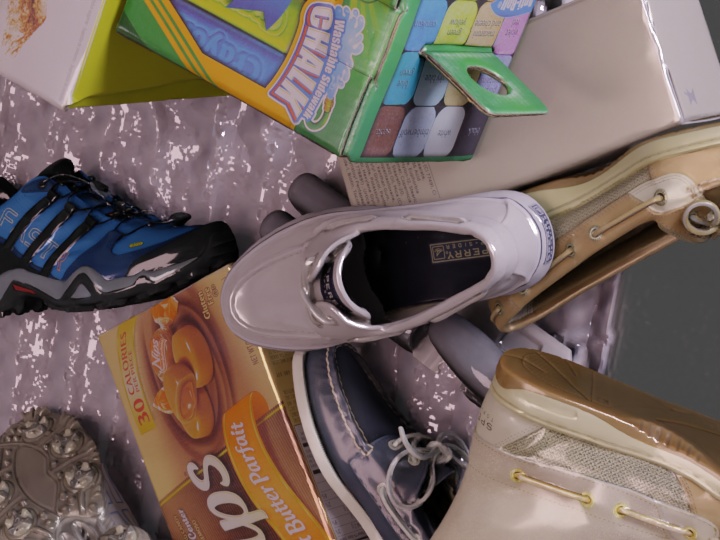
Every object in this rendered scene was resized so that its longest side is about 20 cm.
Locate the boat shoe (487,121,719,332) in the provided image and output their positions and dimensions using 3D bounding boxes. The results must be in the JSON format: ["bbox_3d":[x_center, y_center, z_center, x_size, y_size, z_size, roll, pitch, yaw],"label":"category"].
[{"bbox_3d":[0.144,-0.024,1.383,0.200,0.073,0.063,-18,74,31],"label":"boat shoe"}]

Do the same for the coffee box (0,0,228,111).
[{"bbox_3d":[-0.137,-0.218,1.469,0.197,0.200,0.201,30,110,26],"label":"coffee box"}]

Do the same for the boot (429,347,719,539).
[{"bbox_3d":[0.133,0.145,1.394,0.199,0.072,0.155,25,110,2],"label":"boot"}]

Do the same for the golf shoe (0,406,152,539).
[{"bbox_3d":[-0.155,0.163,1.597,0.078,0.097,0.200,-35,46,-5],"label":"golf shoe"}]

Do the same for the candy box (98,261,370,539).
[{"bbox_3d":[-0.059,0.105,1.535,0.115,0.055,0.201,-27,81,39],"label":"candy box"}]

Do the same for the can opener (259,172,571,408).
[{"bbox_3d":[0.029,0.012,1.472,0.200,0.066,0.053,36,82,27],"label":"can opener"}]

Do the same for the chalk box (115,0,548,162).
[{"bbox_3d":[0.005,-0.131,1.359,0.199,0.125,0.125,29,107,28],"label":"chalk box"}]

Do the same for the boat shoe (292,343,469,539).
[{"bbox_3d":[0.029,0.121,1.476,0.062,0.075,0.201,-30,81,32],"label":"boat shoe"}]

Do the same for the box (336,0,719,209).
[{"bbox_3d":[0.084,-0.083,1.424,0.199,0.068,0.083,-19,86,32],"label":"box"}]

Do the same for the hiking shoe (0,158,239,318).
[{"bbox_3d":[-0.159,-0.021,1.578,0.199,0.074,0.087,-5,93,32],"label":"hiking shoe"}]

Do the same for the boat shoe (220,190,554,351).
[{"bbox_3d":[0.000,0.000,1.408,0.199,0.065,0.074,-18,90,34],"label":"boat shoe"}]
